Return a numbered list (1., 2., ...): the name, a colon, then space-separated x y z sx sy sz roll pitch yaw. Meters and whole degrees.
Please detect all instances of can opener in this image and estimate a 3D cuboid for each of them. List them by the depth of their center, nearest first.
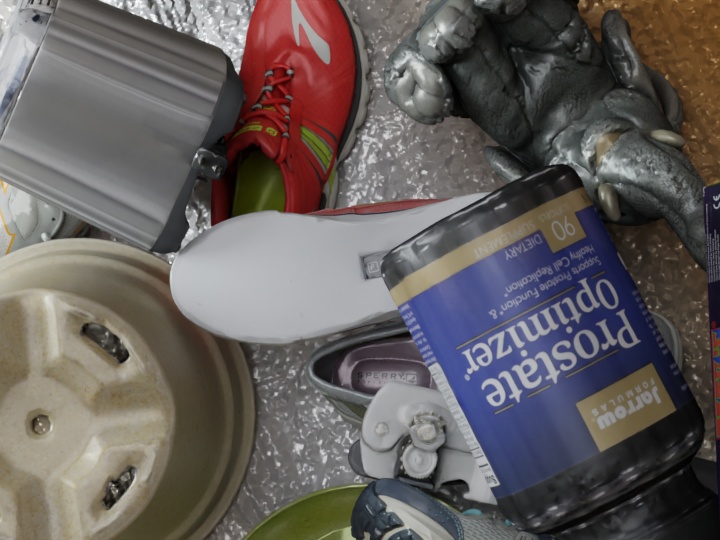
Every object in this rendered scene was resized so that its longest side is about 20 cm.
1. can opener: 0.094 0.103 1.196 0.199 0.066 0.053 12 85 2

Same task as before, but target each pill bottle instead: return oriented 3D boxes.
1. pill bottle: 0.101 0.059 1.112 0.112 0.112 0.201 -28 86 10

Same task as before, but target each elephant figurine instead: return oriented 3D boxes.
1. elephant figurine: 0.117 -0.075 1.206 0.200 0.155 0.141 45 131 -7

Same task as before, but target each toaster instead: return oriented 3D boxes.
1. toaster: -0.141 -0.085 1.222 0.129 0.200 0.114 23 100 -11

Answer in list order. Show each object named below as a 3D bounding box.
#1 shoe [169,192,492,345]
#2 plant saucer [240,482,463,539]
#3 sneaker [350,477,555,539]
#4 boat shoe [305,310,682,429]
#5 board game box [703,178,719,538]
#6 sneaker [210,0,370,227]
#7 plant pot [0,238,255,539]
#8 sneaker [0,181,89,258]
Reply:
1. shoe: 0.000 0.000 1.223 0.199 0.091 0.072 -9 86 3
2. plant saucer: 0.005 0.217 1.225 0.199 0.031 0.201 -4 77 17
3. sneaker: 0.085 0.163 1.165 0.200 0.078 0.086 37 57 -6
4. boat shoe: 0.072 0.053 1.219 0.201 0.065 0.075 -2 78 17
5. board game box: 0.252 0.058 1.113 0.057 0.165 0.201 -18 68 55
6. sneaker: -0.045 -0.076 1.271 0.077 0.085 0.201 3 80 17
7. plant pot: -0.158 0.080 1.193 0.199 0.183 0.201 0 89 -1
8. sneaker: -0.203 -0.015 1.318 0.092 0.076 0.201 6 82 14
